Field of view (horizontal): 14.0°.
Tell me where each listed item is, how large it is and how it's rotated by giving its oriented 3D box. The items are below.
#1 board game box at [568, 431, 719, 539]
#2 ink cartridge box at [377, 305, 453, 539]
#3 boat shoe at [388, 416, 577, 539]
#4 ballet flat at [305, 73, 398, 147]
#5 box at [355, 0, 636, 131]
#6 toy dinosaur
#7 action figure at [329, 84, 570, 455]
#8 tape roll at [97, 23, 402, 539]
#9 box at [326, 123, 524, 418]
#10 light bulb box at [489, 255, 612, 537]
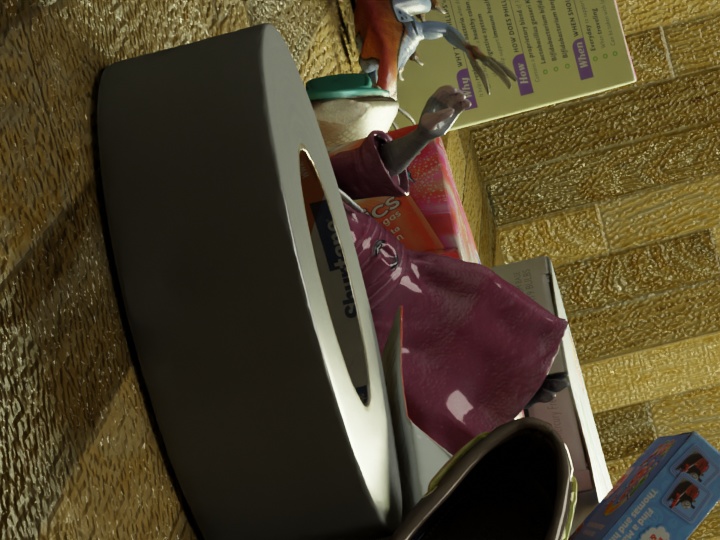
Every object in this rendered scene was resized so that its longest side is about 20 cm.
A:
[{"bbox_3d":[0.104,0.166,1.454,0.037,0.200,0.151,40,-3,2],"label":"board game box"},{"bbox_3d":[0.026,0.140,1.208,0.200,0.047,0.160,-96,-163,-45],"label":"ink cartridge box"},{"bbox_3d":[0.023,0.134,1.054,0.200,0.072,0.060,-54,166,-40],"label":"boat shoe"},{"bbox_3d":[-0.009,-0.074,1.626,0.200,0.067,0.062,-55,140,-82],"label":"ballet flat"},{"bbox_3d":[0.101,-0.209,2.307,0.097,0.200,0.176,-45,120,-84],"label":"box"},{"bbox_3d":[0.010,-0.163,2.140,0.200,0.105,0.181,40,18,7],"label":"toy dinosaur"},{"bbox_3d":[0.000,0.000,1.342,0.200,0.134,0.149,48,-24,-16],"label":"action figure"},{"bbox_3d":[-0.040,0.010,1.111,0.200,0.066,0.200,-14,90,-85],"label":"tape roll"},{"bbox_3d":[0.022,0.036,1.489,0.103,0.095,0.200,-99,172,-48],"label":"box"},{"bbox_3d":[0.080,0.136,1.665,0.198,0.125,0.200,-97,172,-49],"label":"light bulb box"}]
